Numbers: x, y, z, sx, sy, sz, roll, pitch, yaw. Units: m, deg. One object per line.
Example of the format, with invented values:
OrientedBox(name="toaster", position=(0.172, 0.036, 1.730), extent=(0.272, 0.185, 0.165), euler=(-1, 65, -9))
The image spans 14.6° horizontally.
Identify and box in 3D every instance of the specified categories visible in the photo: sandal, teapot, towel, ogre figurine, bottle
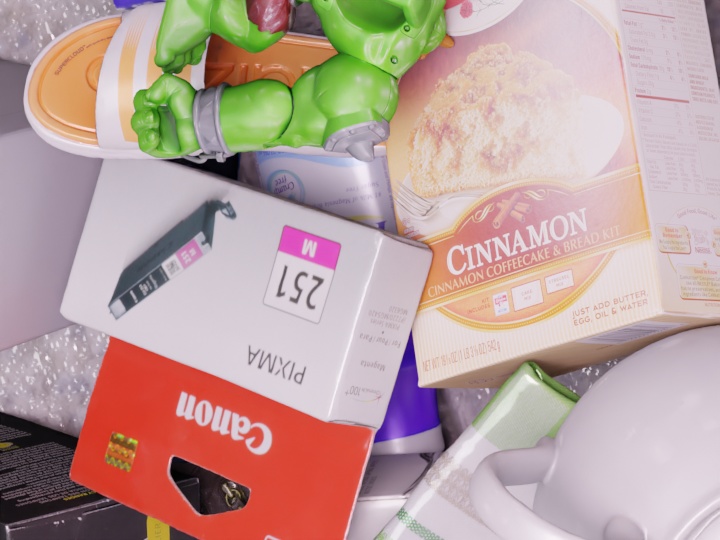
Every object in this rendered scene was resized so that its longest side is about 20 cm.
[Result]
OrientedBox(name="sandal", position=(-0.063, -0.099, 1.373), extent=(0.206, 0.059, 0.079), euler=(1, 68, 2))
OrientedBox(name="teapot", position=(0.170, 0.126, 1.227), extent=(0.199, 0.146, 0.198), euler=(-25, 110, 2))
OrientedBox(name="towel", position=(0.074, 0.156, 1.316), extent=(0.149, 0.031, 0.200), euler=(32, 106, -18))
OrientedBox(name="ogre figurine", position=(-0.018, -0.131, 1.282), extent=(0.120, 0.098, 0.200), euler=(24, 69, 18))
OrientedBox(name="bottle", position=(0.000, 0.000, 1.444), extent=(0.083, 0.065, 0.201), euler=(-9, 96, 26))

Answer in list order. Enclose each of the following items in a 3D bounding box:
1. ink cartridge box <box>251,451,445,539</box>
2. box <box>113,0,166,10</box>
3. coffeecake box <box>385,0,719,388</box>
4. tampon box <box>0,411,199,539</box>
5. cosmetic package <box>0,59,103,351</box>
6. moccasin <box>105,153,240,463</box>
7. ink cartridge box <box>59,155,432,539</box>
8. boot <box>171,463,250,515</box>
OrientedBox(name="ink cartridge box", position=(0.057, 0.167, 1.400), extent=(0.199, 0.083, 0.147), euler=(-3, 104, 10))
OrientedBox(name="box", position=(-0.036, -0.239, 1.390), extent=(0.199, 0.105, 0.185), euler=(-8, 97, 30))
OrientedBox(name="coffeecake box", position=(0.090, -0.058, 1.312), extent=(0.153, 0.073, 0.201), euler=(-19, 74, 43))
OrientedBox(name="tampon box", position=(-0.190, 0.174, 1.521), extent=(0.200, 0.126, 0.151), euler=(14, 109, 49))
OrientedBox(name="cosmetic package", position=(-0.240, -0.042, 1.494), extent=(0.199, 0.199, 0.123), euler=(15, 108, 26))
OrientedBox(name="moccasin", position=(-0.107, 0.000, 1.476), extent=(0.080, 0.068, 0.201), euler=(-7, 81, 24))
OrientedBox(name="ink cartridge box", position=(-0.071, 0.045, 1.368), extent=(0.200, 0.043, 0.174), euler=(19, 93, 42))
OrientedBox(name="boot", position=(-0.077, 0.136, 1.528), extent=(0.174, 0.069, 0.200), euler=(45, 115, 20))
